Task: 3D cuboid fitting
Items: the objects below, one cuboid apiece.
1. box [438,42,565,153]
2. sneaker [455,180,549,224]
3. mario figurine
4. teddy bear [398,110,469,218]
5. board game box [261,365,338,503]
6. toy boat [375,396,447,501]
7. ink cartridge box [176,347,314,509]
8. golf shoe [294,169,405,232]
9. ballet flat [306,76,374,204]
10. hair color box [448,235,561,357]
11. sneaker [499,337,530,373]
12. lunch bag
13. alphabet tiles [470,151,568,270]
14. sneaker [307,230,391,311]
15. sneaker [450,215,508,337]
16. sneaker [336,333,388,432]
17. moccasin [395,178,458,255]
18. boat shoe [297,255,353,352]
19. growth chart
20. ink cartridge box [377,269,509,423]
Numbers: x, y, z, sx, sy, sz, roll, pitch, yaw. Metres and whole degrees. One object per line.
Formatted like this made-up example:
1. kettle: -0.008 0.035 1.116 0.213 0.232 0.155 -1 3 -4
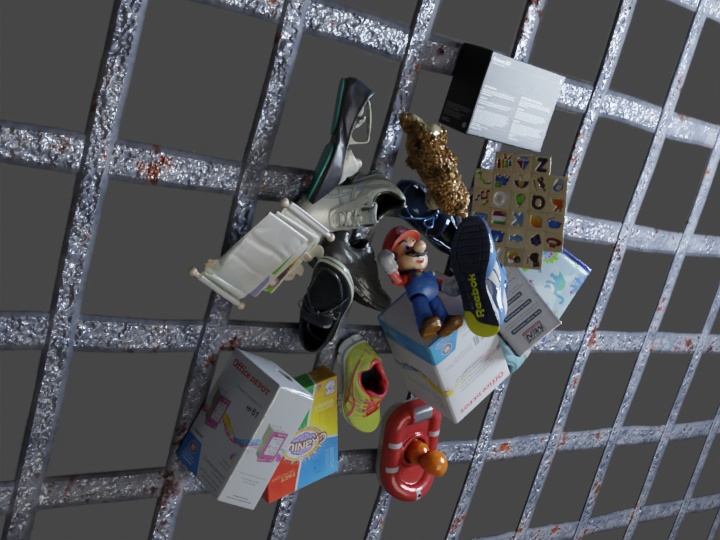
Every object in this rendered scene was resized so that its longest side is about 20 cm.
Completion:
1. box: 0.244 -0.294 1.683 0.199 0.079 0.142 7 109 -42
2. sneaker: 0.271 -0.125 1.766 0.199 0.108 0.071 -30 127 -26
3. mario figurine: 0.102 0.007 1.632 0.105 0.201 0.123 -30 157 9
4. teddy bear: 0.114 -0.166 1.577 0.067 0.145 0.201 -40 146 -15
5. board game box: -0.110 0.280 1.682 0.152 0.040 0.202 -19 122 -33
6. toy boat: 0.111 0.346 1.842 0.130 0.130 0.202 -11 117 -36
7. ink cartridge box: -0.180 0.243 1.530 0.084 0.144 0.201 30 90 -43
8. golf shoe: -0.019 -0.097 1.539 0.199 0.097 0.079 -28 129 -26
9. ballet flat: -0.023 -0.191 1.492 0.073 0.073 0.202 15 93 -44
10. hair color box: 0.256 0.046 1.758 0.100 0.201 0.061 -38 176 -1
11. sneaker: 0.269 0.149 1.923 0.082 0.074 0.200 -56 134 -8
12. lunch bag: 0.297 0.008 1.846 0.199 0.127 0.171 34 87 -19
13. alphabet tiles: 0.278 -0.106 1.729 0.006 0.164 0.202 38 58 -85
14. sneaker: 0.000 0.000 1.622 0.200 0.076 0.091 42 75 -46
15. sneaker: 0.201 0.005 1.627 0.082 0.073 0.202 -31 116 -55
16. sneaker: 0.010 0.214 1.720 0.078 0.090 0.202 -30 129 -28
17. moccasin: 0.131 -0.092 1.689 0.200 0.068 0.081 36 86 -43
18. boat shoe: -0.059 0.058 1.557 0.062 0.074 0.201 -52 166 -41
19. growth chart: -0.143 -0.021 1.485 0.199 0.018 0.145 -38 136 4
20. ink cartridge box: 0.151 0.136 1.764 0.146 0.146 0.201 -39 130 -20
